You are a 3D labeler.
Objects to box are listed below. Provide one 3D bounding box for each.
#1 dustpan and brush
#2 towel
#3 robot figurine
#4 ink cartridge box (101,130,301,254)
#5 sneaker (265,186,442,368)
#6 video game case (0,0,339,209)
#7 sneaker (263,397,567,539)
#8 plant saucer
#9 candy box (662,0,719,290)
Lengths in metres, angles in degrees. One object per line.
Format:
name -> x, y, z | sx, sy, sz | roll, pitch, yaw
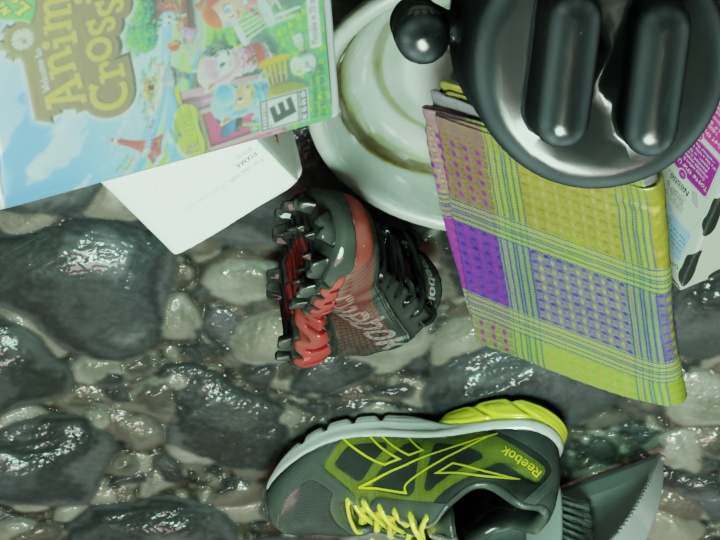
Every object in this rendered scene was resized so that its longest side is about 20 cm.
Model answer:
dustpan and brush -> 0.115, 0.189, 1.763 | 0.139, 0.201, 0.057 | -22, 128, 25
towel -> 0.108, -0.011, 1.547 | 0.143, 0.023, 0.201 | 20, 145, 28
robot figurine -> 0.105, -0.106, 1.364 | 0.125, 0.200, 0.150 | -45, 103, 6
ink cartridge box -> -0.125, -0.125, 1.438 | 0.083, 0.147, 0.200 | -31, 131, 15
sneaker -> 0.000, 0.000, 1.620 | 0.097, 0.071, 0.201 | -6, 162, -6
video game case -> -0.101, -0.137, 1.327 | 0.181, 0.022, 0.201 | -16, 126, -17
sneaker -> 0.032, 0.137, 1.789 | 0.199, 0.085, 0.075 | -16, 135, 16
plant saucer -> 0.070, -0.103, 1.542 | 0.199, 0.050, 0.201 | 1, 139, 1
candy box -> 0.226, -0.094, 1.497 | 0.136, 0.061, 0.201 | -21, 147, -30
